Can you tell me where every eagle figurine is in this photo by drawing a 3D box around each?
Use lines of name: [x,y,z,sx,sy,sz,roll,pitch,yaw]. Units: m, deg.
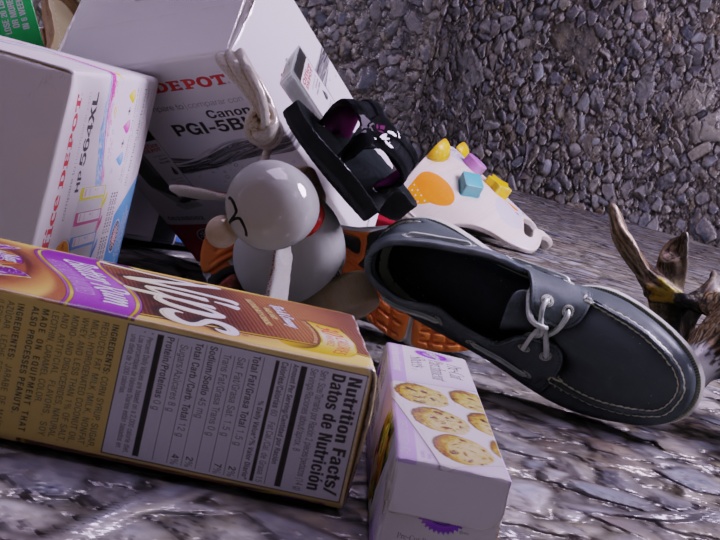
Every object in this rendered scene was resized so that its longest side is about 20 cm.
eagle figurine: [0.229,0.040,0.774,0.151,0.152,0.200,31,-11,-22]

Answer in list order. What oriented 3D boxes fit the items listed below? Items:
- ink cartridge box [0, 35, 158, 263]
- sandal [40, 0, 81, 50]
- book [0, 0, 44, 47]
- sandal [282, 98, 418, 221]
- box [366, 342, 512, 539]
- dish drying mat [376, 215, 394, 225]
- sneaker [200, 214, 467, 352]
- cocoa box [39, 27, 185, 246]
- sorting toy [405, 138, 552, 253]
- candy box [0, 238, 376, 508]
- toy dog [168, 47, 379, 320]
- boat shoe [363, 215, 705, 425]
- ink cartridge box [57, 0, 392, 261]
ink cartridge box: [-0.202,-0.059,0.726,0.124,0.129,0.200,15,8,3]
sandal: [-0.228,-0.141,0.963,0.069,0.213,0.078,-17,-35,13]
book: [-0.298,-0.135,0.830,0.199,0.135,0.048,-18,11,-18]
sandal: [0.004,-0.070,0.774,0.075,0.048,0.200,51,9,5]
box: [0.025,0.067,0.523,0.041,0.039,0.200,14,7,-1]
dish drying mat: [0.000,-0.061,1.539,0.199,0.018,0.077,17,7,35]
sneaker: [0.000,0.000,0.873,0.199,0.076,0.092,14,3,-2]
cocoa box: [-0.184,-0.104,1.072,0.199,0.134,0.131,20,7,42]
sorting toy: [0.160,-0.076,1.739,0.180,0.107,0.200,35,13,13]
candy box: [-0.098,0.030,0.523,0.199,0.057,0.117,14,6,-7]
toy dog: [-0.059,-0.012,0.736,0.132,0.096,0.200,63,2,30]
boat shoe: [0.089,0.031,0.740,0.199,0.073,0.062,29,15,19]
ink cartridge box: [-0.088,-0.098,0.899,0.146,0.083,0.200,-3,-37,29]
